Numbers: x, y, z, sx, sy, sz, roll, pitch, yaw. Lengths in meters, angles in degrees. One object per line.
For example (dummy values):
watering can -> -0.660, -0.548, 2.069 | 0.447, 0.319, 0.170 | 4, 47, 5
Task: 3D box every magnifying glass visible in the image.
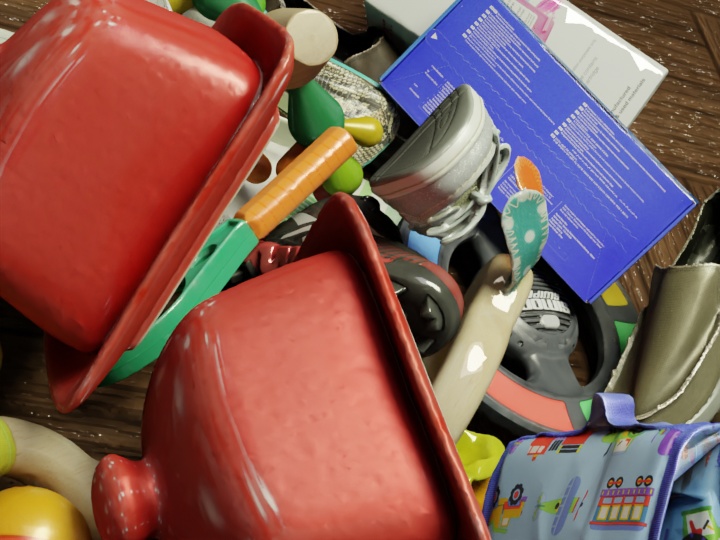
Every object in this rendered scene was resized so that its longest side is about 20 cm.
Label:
magnifying glass -> -0.079, -0.010, 0.836 | 0.200, 0.080, 0.022 | -42, 112, -18

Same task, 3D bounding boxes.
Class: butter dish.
butter dish -> -0.051, 0.096, 0.706 | 0.148, 0.199, 0.200 | -9, 63, -24
butter dish -> -0.142, -0.065, 0.725 | 0.148, 0.200, 0.199 | 31, 6, -20

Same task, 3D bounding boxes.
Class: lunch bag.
lunch bag -> 0.108, 0.156, 0.717 | 0.094, 0.151, 0.200 | 11, 77, -25

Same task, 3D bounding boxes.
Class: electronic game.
electronic game -> 0.105, 0.027, 0.979 | 0.200, 0.042, 0.200 | 22, 43, -22

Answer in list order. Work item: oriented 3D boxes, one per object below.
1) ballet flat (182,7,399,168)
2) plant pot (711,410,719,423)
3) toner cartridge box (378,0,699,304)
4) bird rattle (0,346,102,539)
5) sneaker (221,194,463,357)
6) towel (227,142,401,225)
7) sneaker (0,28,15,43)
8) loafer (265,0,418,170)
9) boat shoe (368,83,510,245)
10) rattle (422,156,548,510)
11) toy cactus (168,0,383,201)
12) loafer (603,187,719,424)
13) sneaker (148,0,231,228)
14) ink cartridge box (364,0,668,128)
ballet flat -> -0.068, -0.134, 1.000 | 0.200, 0.068, 0.075 | 36, 63, 1
plant pot -> 0.292, 0.099, 0.955 | 0.187, 0.187, 0.200 | 2, 34, -31
toner cartridge box -> 0.114, -0.083, 0.982 | 0.200, 0.095, 0.043 | 48, 13, 8
bird rattle -> -0.167, 0.126, 0.680 | 0.163, 0.113, 0.200 | 25, 40, -36
sneaker -> 0.000, 0.000, 0.835 | 0.098, 0.200, 0.071 | -36, 111, -26
towel -> -0.059, -0.044, 0.972 | 0.200, 0.023, 0.153 | 30, 40, -3
sneaker -> -0.188, -0.104, 0.896 | 0.070, 0.080, 0.200 | 21, 33, 23
loafer -> 0.004, -0.128, 1.058 | 0.200, 0.071, 0.073 | 28, 40, -5
boat shoe -> 0.048, -0.049, 0.824 | 0.065, 0.202, 0.074 | 43, 85, -1
rattle -> 0.095, 0.060, 0.829 | 0.143, 0.200, 0.130 | 33, 1, 14
toy cactus -> -0.046, -0.127, 0.899 | 0.102, 0.165, 0.200 | -29, 101, -17
loafer -> 0.196, 0.027, 0.937 | 0.070, 0.075, 0.200 | 50, 59, -27
sneaker -> -0.112, -0.097, 0.878 | 0.082, 0.200, 0.075 | -11, 16, -23
ink cartridge box -> 0.104, -0.154, 1.089 | 0.200, 0.085, 0.145 | 37, -2, 4
